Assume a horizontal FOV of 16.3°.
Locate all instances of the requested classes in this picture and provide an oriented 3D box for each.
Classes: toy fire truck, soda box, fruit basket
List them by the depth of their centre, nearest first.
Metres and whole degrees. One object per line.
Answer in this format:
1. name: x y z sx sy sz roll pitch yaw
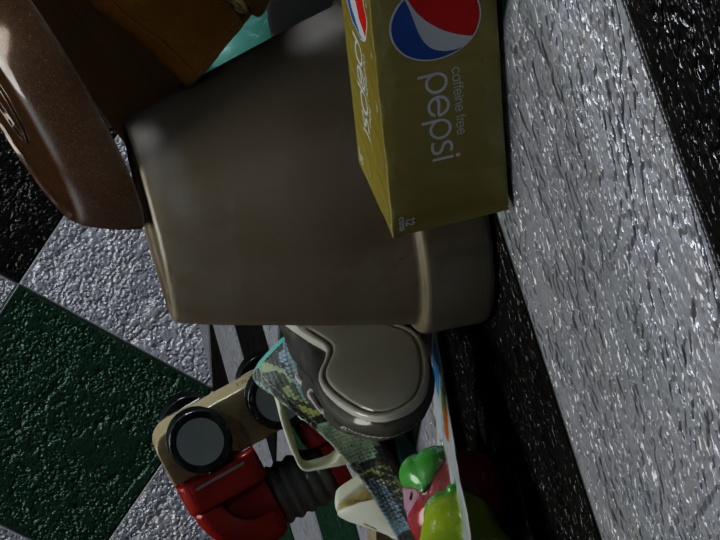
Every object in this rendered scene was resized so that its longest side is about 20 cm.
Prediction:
1. soda box: 0.029 -0.114 1.211 0.068 0.064 0.200 -112 11 -46
2. fruit basket: 0.051 0.166 1.459 0.186 0.093 0.200 86 171 -53
3. toy fire truck: -0.038 0.156 1.842 0.200 0.176 0.129 62 174 -8

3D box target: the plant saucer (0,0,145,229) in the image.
1. plant saucer: -0.186 -0.101 1.395 0.201 0.034 0.200 54 169 16

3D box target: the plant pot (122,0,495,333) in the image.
1. plant pot: -0.035 -0.047 1.394 0.200 0.173 0.201 165 90 -83

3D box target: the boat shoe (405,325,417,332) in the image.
1. boat shoe: 0.000 0.000 1.580 0.072 0.072 0.200 -59 -33 -27

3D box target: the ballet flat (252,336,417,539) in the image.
1. ballet flat: -0.001 0.120 1.604 0.200 0.074 0.074 56 179 -18

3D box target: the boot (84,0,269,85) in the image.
1. boot: -0.097 -0.210 1.392 0.144 0.202 0.071 42 146 -24

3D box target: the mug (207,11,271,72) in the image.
1. mug: -0.070 -0.091 1.639 0.185 0.114 0.153 -63 -32 -62

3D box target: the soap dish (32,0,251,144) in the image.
1. soap dish: -0.143 -0.197 1.455 0.200 0.081 0.157 55 -139 -16

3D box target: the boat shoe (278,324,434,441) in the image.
1. boat shoe: 0.001 0.062 1.450 0.200 0.067 0.057 -132 23 -64

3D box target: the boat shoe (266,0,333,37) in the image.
1. boat shoe: -0.021 -0.147 1.515 0.200 0.072 0.066 72 173 -47
